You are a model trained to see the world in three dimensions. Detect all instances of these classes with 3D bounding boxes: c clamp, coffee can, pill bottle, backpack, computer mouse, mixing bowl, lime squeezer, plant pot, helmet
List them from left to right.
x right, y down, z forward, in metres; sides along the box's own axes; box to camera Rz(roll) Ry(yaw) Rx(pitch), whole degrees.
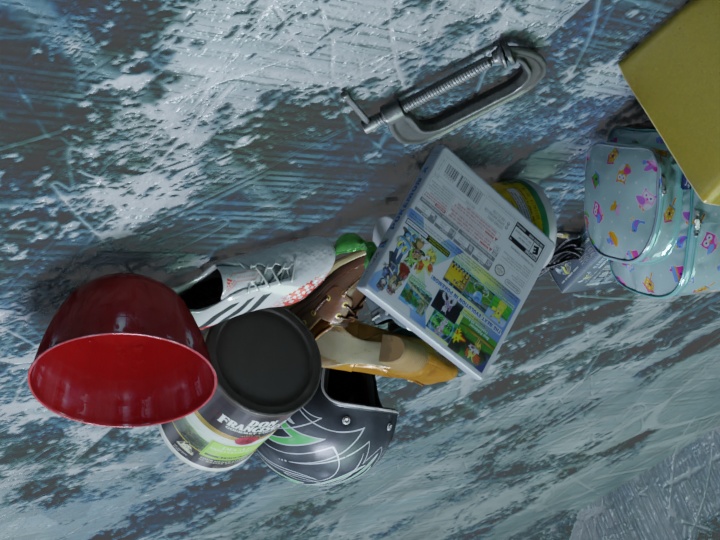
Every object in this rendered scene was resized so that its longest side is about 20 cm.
[{"bbox_3d":[-0.251,0.074,1.571,0.198,0.109,0.201,-2,147,-2],"label":"mixing bowl"},{"bbox_3d":[-0.151,0.143,1.798,0.145,0.148,0.200,-9,159,-31],"label":"coffee can"},{"bbox_3d":[-0.053,0.193,1.965,0.198,0.192,0.200,-19,159,-8],"label":"helmet"},{"bbox_3d":[0.000,0.000,1.662,0.038,0.199,0.071,21,93,-59],"label":"lime squeezer"},{"bbox_3d":[0.092,-0.176,1.476,0.198,0.027,0.171,-25,158,6],"label":"c clamp"},{"bbox_3d":[0.119,-0.038,1.709,0.198,0.114,0.113,-12,156,-27],"label":"pill bottle"},{"bbox_3d":[0.207,-0.006,1.899,0.140,0.046,0.199,-36,155,33],"label":"computer mouse"},{"bbox_3d":[0.349,-0.066,1.695,0.152,0.202,0.175,-13,-167,-26],"label":"backpack"},{"bbox_3d":[0.432,-0.206,1.538,0.194,0.195,0.200,-3,146,-41],"label":"plant pot"}]

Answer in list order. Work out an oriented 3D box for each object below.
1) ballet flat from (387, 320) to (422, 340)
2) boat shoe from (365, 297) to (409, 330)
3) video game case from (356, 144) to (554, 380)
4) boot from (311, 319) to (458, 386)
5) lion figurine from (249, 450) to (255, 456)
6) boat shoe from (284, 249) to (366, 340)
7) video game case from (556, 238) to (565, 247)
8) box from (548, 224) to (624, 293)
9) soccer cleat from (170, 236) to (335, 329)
[{"bbox_3d":[0.106,0.042,1.847,0.074,0.075,0.199,-2,172,-42],"label":"ballet flat"},{"bbox_3d":[0.068,0.042,1.793,0.072,0.063,0.199,-9,-174,-30],"label":"boat shoe"},{"bbox_3d":[0.109,-0.007,1.622,0.200,0.183,0.022,38,165,-31],"label":"video game case"},{"bbox_3d":[0.013,0.108,1.880,0.199,0.072,0.144,9,168,33],"label":"boot"},{"bbox_3d":[-0.142,0.247,2.196,0.198,0.073,0.122,-11,168,8],"label":"lion figurine"},{"bbox_3d":[-0.024,0.036,1.800,0.199,0.068,0.072,-34,156,26],"label":"boat shoe"},{"bbox_3d":[0.161,0.007,1.979,0.199,0.024,0.181,-35,156,26],"label":"video game case"},{"bbox_3d":[0.366,-0.051,1.980,0.157,0.051,0.200,-6,146,-42],"label":"box"},{"bbox_3d":[-0.122,0.011,1.648,0.198,0.069,0.085,-20,161,4],"label":"soccer cleat"}]
